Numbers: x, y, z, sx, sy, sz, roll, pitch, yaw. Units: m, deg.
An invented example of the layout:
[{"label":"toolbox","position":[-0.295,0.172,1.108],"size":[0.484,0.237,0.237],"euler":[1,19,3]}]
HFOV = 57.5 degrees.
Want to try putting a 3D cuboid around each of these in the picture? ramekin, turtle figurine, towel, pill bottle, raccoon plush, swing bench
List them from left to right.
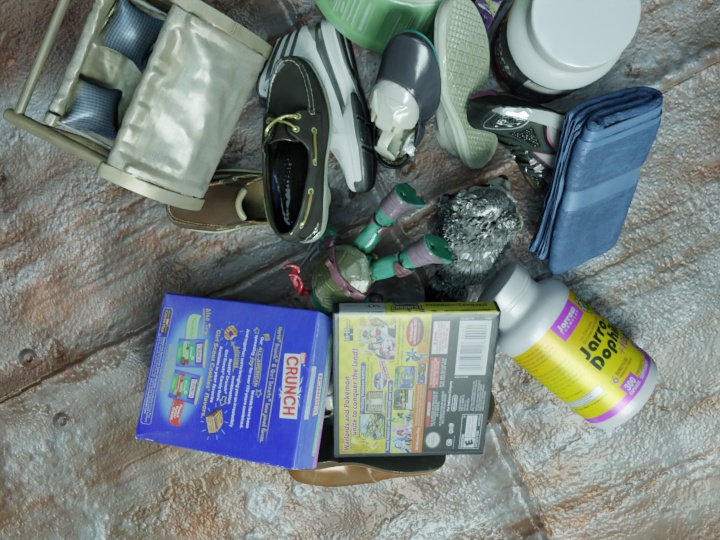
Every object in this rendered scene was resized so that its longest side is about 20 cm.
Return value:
[{"label":"swing bench","position":[-0.233,-0.200,0.705],"size":[0.199,0.130,0.200],"euler":[29,98,18]},{"label":"turtle figurine","position":[0.000,0.000,0.735],"size":[0.200,0.101,0.150],"euler":[-37,91,33]},{"label":"ramekin","position":[0.044,-0.339,0.678],"size":[0.198,0.098,0.202],"euler":[0,88,-10]},{"label":"raccoon plush","position":[0.126,-0.007,0.728],"size":[0.096,0.134,0.202],"euler":[5,98,2]},{"label":"pill bottle","position":[0.198,-0.235,0.658],"size":[0.115,0.200,0.118],"euler":[0,98,4]},{"label":"pill bottle","position":[0.229,0.081,0.750],"size":[0.200,0.104,0.104],"euler":[39,99,-2]},{"label":"towel","position":[0.246,-0.093,0.693],"size":[0.111,0.049,0.201],"euler":[-20,138,-18]}]

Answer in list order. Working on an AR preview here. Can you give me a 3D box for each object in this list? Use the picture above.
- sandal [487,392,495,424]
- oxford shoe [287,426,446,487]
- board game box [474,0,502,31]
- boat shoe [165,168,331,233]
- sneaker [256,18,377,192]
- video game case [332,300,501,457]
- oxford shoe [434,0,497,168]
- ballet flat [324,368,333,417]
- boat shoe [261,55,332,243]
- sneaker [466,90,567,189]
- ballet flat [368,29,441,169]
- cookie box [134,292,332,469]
[{"label":"sandal","position":[0.084,0.125,0.787],"size":[0.199,0.055,0.082],"euler":[36,110,-16]},{"label":"oxford shoe","position":[0.006,0.236,0.818],"size":[0.198,0.072,0.072],"euler":[1,128,2]},{"label":"board game box","position":[0.152,-0.307,0.651],"size":[0.032,0.200,0.120],"euler":[34,99,0]},{"label":"boat shoe","position":[-0.137,-0.084,0.766],"size":[0.200,0.075,0.075],"euler":[-7,98,5]},{"label":"sneaker","position":[-0.052,-0.179,0.758],"size":[0.114,0.076,0.202],"euler":[-13,89,15]},{"label":"video game case","position":[0.058,0.126,0.742],"size":[0.179,0.026,0.202],"euler":[-1,117,-3]},{"label":"oxford shoe","position":[0.101,-0.194,0.697],"size":[0.075,0.201,0.058],"euler":[-41,50,-17]},{"label":"ballet flat","position":[-0.054,0.157,0.800],"size":[0.198,0.074,0.075],"euler":[-16,97,6]},{"label":"boat shoe","position":[-0.070,-0.131,0.693],"size":[0.071,0.061,0.203],"euler":[-4,91,18]},{"label":"sneaker","position":[0.196,-0.130,0.706],"size":[0.198,0.080,0.087],"euler":[9,111,-27]},{"label":"ballet flat","position":[0.040,-0.161,0.680],"size":[0.072,0.200,0.074],"euler":[0,74,-1]},{"label":"cookie box","position":[-0.139,0.125,0.752],"size":[0.198,0.075,0.173],"euler":[6,80,18]}]
